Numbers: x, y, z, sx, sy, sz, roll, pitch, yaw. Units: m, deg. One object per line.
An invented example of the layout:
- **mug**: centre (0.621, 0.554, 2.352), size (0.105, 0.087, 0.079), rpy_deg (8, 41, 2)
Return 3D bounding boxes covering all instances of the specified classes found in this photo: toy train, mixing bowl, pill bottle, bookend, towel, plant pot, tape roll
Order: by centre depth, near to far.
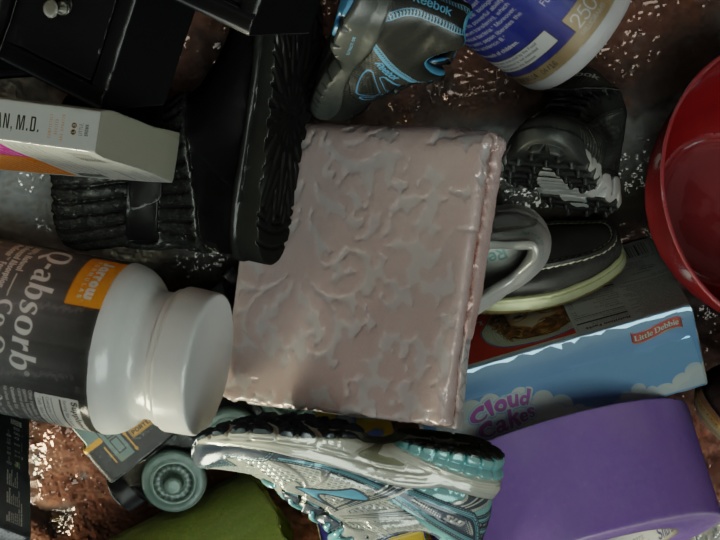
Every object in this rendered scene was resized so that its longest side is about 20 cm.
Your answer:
- **bookend**: centre (-0.119, -0.173, 1.358), size (0.198, 0.092, 0.201), rpy_deg (28, 108, 22)
- **pill bottle**: centre (0.069, -0.212, 1.418), size (0.200, 0.116, 0.116), rpy_deg (33, 107, -21)
- **towel**: centre (0.000, 0.000, 1.447), size (0.032, 0.199, 0.192), rpy_deg (12, 85, -49)
- **pill bottle**: centre (-0.192, 0.045, 1.469), size (0.199, 0.116, 0.117), rpy_deg (9, 116, 14)
- **mixing bowl**: centre (0.267, -0.049, 1.509), size (0.199, 0.108, 0.201), rpy_deg (3, 82, -20)
- **toy train**: centre (-0.111, 0.082, 1.557), size (0.200, 0.085, 0.114), rpy_deg (-37, 106, 10)
- **tape roll**: centre (0.145, 0.161, 1.560), size (0.199, 0.200, 0.085), rpy_deg (-16, 73, 0)
- **plant pot**: centre (-0.121, 0.243, 1.585), size (0.190, 0.200, 0.200), rpy_deg (-35, 116, -4)

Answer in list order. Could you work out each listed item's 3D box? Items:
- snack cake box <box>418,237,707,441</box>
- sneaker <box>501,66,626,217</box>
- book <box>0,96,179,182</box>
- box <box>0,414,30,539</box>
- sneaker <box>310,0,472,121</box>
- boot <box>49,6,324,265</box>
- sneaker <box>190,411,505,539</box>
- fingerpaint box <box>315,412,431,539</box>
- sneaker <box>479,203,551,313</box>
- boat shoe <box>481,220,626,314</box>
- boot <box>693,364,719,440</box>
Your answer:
- **snack cake box**: centre (0.128, 0.054, 1.555), size (0.199, 0.115, 0.067), rpy_deg (-16, 117, 0)
- **sneaker**: centre (0.135, -0.093, 1.461), size (0.066, 0.200, 0.091), rpy_deg (5, 85, 16)
- **book**: centre (-0.229, -0.087, 1.383), size (0.199, 0.134, 0.048), rpy_deg (8, 88, 16)
- **box**: centre (-0.298, 0.117, 1.476), size (0.157, 0.200, 0.051), rpy_deg (25, 107, -19)
- **sneaker**: centre (0.017, -0.132, 1.411), size (0.082, 0.200, 0.074), rpy_deg (15, 79, -4)
- **boot**: centre (-0.117, -0.109, 1.463), size (0.157, 0.079, 0.212), rpy_deg (9, 85, 20)
- **sneaker**: centre (-0.012, 0.140, 1.412), size (0.199, 0.078, 0.087), rpy_deg (8, 94, 6)
- **fingerpaint box**: centre (0.016, 0.203, 1.563), size (0.073, 0.200, 0.167), rpy_deg (-17, 116, -1)
- **sneaker**: centre (0.035, 0.022, 1.474), size (0.200, 0.089, 0.075), rpy_deg (-33, 98, 8)
- **boat shoe**: centre (0.083, -0.011, 1.542), size (0.200, 0.072, 0.066), rpy_deg (-9, 122, 1)
- **boot**: centre (0.324, 0.043, 1.548), size (0.072, 0.200, 0.166), rpy_deg (50, 121, 16)
